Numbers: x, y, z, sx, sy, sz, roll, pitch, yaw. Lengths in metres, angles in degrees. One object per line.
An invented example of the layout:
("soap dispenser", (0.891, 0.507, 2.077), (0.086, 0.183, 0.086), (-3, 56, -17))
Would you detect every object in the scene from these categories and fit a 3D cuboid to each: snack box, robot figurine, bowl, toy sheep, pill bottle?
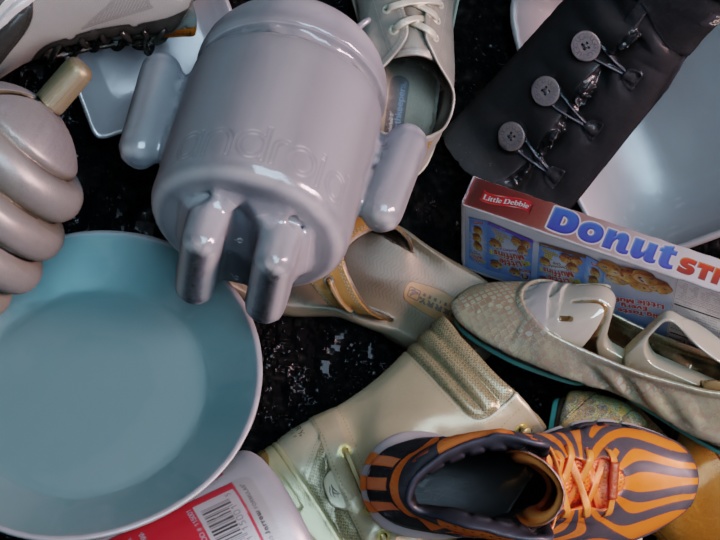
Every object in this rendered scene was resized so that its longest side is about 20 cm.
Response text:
("snack box", (0.154, 0.003, 1.151), (0.199, 0.072, 0.024), (20, 62, 14))
("robot figurine", (-0.048, -0.071, 1.097), (0.168, 0.113, 0.201), (16, 57, -4))
("bowl", (0.207, -0.123, 1.187), (0.074, 0.199, 0.201), (-11, 78, -59))
("toy sheep", (-0.220, -0.040, 1.064), (0.200, 0.138, 0.138), (-43, 93, 10))
("pill bottle", (-0.125, 0.186, 1.064), (0.199, 0.112, 0.113), (-23, 87, -17))

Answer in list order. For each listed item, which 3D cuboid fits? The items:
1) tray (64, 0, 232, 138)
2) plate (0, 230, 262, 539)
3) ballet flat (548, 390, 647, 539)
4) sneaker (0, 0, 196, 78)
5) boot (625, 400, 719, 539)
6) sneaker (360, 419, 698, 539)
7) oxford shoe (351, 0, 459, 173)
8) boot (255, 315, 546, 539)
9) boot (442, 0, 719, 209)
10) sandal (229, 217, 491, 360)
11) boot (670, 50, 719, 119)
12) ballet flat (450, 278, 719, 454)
("tray", (-0.144, -0.185, 1.171), (0.107, 0.022, 0.202), (-19, 86, -16))
("plate", (-0.152, 0.065, 1.090), (0.198, 0.026, 0.202), (-1, 55, 2))
("ballet flat", (0.129, 0.172, 1.145), (0.070, 0.071, 0.202), (12, 84, -12))
("sneaker", (-0.143, -0.152, 1.118), (0.199, 0.074, 0.080), (-34, 96, -18))
("boot", (0.250, 0.092, 1.198), (0.144, 0.071, 0.201), (45, 85, 4))
("sneaker", (0.106, 0.121, 1.055), (0.198, 0.112, 0.078), (-2, 87, -17))
("oxford shoe", (0.029, -0.155, 1.194), (0.074, 0.058, 0.202), (5, 77, -11))
("boot", (0.053, 0.145, 1.133), (0.155, 0.073, 0.201), (-37, 85, -9))
("boot", (0.115, -0.146, 1.167), (0.165, 0.200, 0.065), (48, 33, 19))
("sandal", (0.000, 0.000, 1.160), (0.199, 0.054, 0.081), (22, 76, -10))
("boot", (0.264, -0.091, 1.237), (0.073, 0.075, 0.200), (-39, 91, -16))
("ballet flat", (0.152, 0.040, 1.141), (0.199, 0.063, 0.068), (24, 33, 1))
